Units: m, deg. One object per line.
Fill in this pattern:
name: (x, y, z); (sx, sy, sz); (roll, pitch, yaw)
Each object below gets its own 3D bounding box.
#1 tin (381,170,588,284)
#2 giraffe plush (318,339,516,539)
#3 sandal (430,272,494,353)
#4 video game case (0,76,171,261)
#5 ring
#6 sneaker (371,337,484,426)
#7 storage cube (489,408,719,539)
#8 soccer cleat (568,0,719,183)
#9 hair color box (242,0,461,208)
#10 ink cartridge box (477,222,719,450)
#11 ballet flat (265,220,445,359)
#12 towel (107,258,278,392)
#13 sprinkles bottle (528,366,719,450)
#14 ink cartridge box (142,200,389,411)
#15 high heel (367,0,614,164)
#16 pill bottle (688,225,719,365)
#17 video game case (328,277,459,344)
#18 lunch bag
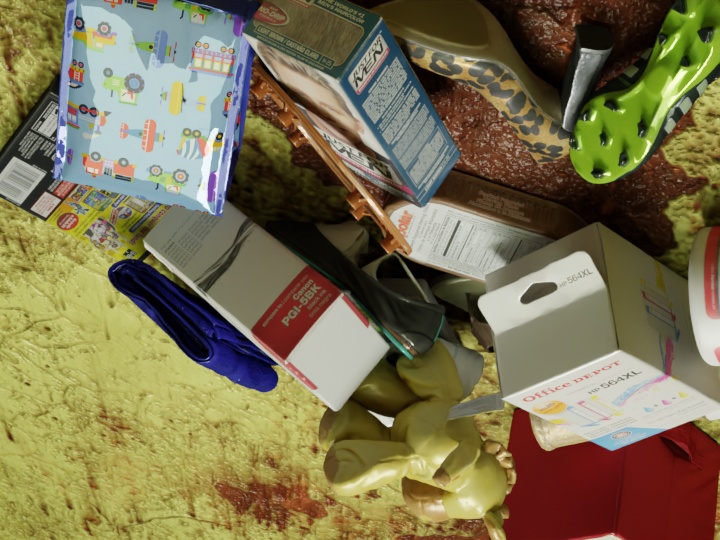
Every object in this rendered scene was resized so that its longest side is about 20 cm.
tin: (0.114, -0.033, 1.224); (0.198, 0.042, 0.112); (17, 143, -2)
giraffe plush: (0.077, 0.177, 1.287); (0.198, 0.174, 0.163); (0, 142, 34)
sandal: (0.151, 0.059, 1.322); (0.200, 0.058, 0.079); (37, 141, -27)
video game case: (-0.254, -0.088, 1.301); (0.180, 0.026, 0.200); (30, 143, -20)
ring: (-0.028, -0.086, 1.092); (0.019, 0.201, 0.201); (-41, 130, 0)
sneaker: (0.037, 0.112, 1.395); (0.080, 0.071, 0.200); (32, 139, -25)
storage cube: (0.266, 0.249, 1.447); (0.171, 0.181, 0.199); (37, 142, -30)
soccer cleat: (0.224, -0.134, 0.981); (0.068, 0.081, 0.200); (56, 142, 18)
hair color box: (-0.002, -0.133, 1.031); (0.100, 0.061, 0.200); (30, 169, 31)
ink cartridge box: (0.207, 0.059, 1.185); (0.128, 0.126, 0.199); (-28, 143, 34)
ballet flat: (0.000, 0.000, 1.276); (0.200, 0.069, 0.068); (40, 179, 10)
towel: (-0.160, 0.054, 1.361); (0.147, 0.050, 0.200); (41, 179, 20)
sprinkles bottle: (0.271, 0.130, 1.342); (0.198, 0.069, 0.068); (-14, 138, 23)
ink cartridge box: (-0.086, 0.022, 1.237); (0.200, 0.083, 0.147); (38, 173, 28)
high heel: (0.085, -0.139, 1.043); (0.198, 0.072, 0.143); (8, 143, -3)
pill bottle: (0.382, 0.016, 1.111); (0.198, 0.120, 0.120); (-4, 143, 27)
video game case: (0.006, 0.062, 1.399); (0.180, 0.022, 0.200); (1, 152, 20)
lunch bag: (-0.168, -0.159, 1.106); (0.149, 0.095, 0.201); (12, 135, -3)
